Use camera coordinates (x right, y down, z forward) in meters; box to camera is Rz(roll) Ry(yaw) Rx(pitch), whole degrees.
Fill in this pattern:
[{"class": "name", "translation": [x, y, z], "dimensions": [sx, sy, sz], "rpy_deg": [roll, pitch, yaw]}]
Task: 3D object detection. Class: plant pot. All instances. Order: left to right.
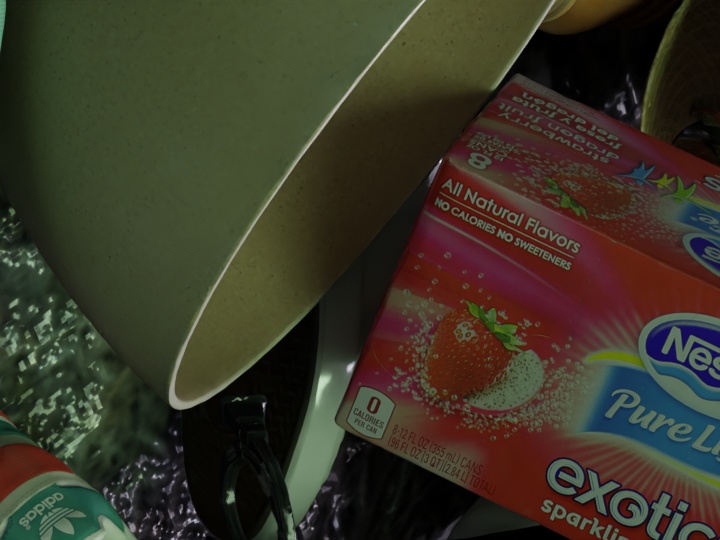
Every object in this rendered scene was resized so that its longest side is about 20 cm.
[{"class": "plant pot", "translation": [-0.039, -0.080, 0.732], "dimensions": [0.200, 0.134, 0.200], "rpy_deg": [-50, 173, -9]}]

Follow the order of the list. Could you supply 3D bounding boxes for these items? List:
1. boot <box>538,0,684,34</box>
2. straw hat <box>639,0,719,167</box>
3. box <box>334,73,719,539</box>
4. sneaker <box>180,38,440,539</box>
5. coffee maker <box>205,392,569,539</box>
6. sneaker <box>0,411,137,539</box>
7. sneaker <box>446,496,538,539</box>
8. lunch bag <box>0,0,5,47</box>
[{"class": "boot", "translation": [0.102, -0.176, 0.892], "dimensions": [0.155, 0.074, 0.200], "rpy_deg": [3, 119, -50]}, {"class": "straw hat", "translation": [0.113, -0.011, 0.963], "dimensions": [0.201, 0.085, 0.202], "rpy_deg": [9, 79, -56]}, {"class": "box", "translation": [0.107, 0.033, 0.802], "dimensions": [0.100, 0.200, 0.095], "rpy_deg": [-67, 172, 25]}, {"class": "sneaker", "translation": [0.000, 0.000, 0.877], "dimensions": [0.085, 0.073, 0.201], "rpy_deg": [5, 105, -43]}, {"class": "coffee maker", "translation": [0.057, 0.133, 0.845], "dimensions": [0.199, 0.135, 0.192], "rpy_deg": [-8, 132, -19]}, {"class": "sneaker", "translation": [-0.089, 0.136, 0.843], "dimensions": [0.070, 0.093, 0.200], "rpy_deg": [-37, 132, -25]}, {"class": "sneaker", "translation": [0.129, 0.079, 1.002], "dimensions": [0.200, 0.116, 0.074], "rpy_deg": [-33, 165, -13]}, {"class": "lunch bag", "translation": [-0.182, -0.035, 0.647], "dimensions": [0.170, 0.122, 0.201], "rpy_deg": [-7, 121, -41]}]
